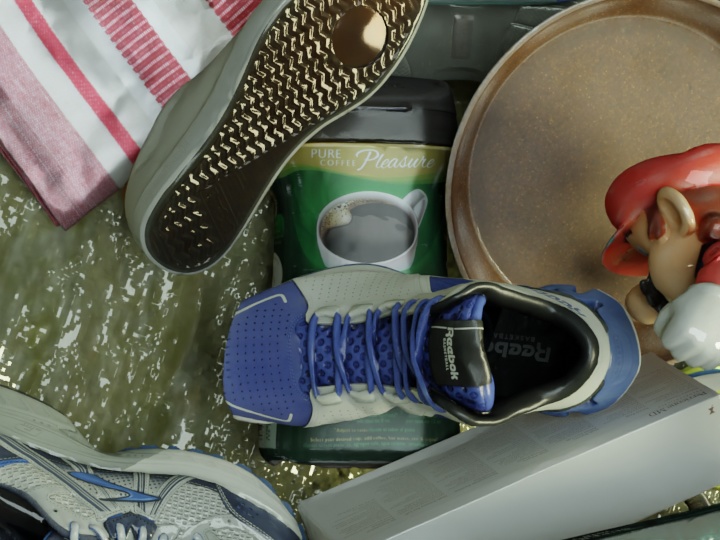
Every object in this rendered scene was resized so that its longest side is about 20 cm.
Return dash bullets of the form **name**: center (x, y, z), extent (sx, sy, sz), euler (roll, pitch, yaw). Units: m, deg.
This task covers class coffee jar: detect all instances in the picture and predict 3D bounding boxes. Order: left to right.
- **coffee jar**: center (0.000, 0.000, 1.392), extent (0.104, 0.085, 0.201), euler (1, 88, -6)

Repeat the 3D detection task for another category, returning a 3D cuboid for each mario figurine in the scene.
- **mario figurine**: center (0.175, 0.027, 1.301), extent (0.106, 0.200, 0.124), euler (-25, 138, -14)

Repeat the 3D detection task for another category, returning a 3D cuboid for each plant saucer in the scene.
- **plant saucer**: center (0.135, -0.048, 1.382), extent (0.200, 0.034, 0.201), euler (-4, 108, -12)

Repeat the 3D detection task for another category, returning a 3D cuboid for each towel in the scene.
- **towel**: center (-0.113, -0.135, 1.370), extent (0.200, 0.023, 0.144), euler (-37, 100, -1)

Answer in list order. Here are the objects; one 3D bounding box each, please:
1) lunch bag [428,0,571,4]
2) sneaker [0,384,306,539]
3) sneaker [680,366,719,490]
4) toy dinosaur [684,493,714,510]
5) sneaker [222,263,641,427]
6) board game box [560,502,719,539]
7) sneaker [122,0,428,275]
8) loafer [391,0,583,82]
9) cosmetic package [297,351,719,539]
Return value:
- **lunch bag**: center (0.051, -0.229, 1.390), extent (0.160, 0.077, 0.201), euler (0, 61, -18)
- **sneaker**: center (-0.125, 0.129, 1.327), extent (0.199, 0.077, 0.085), euler (17, 38, 0)
- **sneaker**: center (0.252, 0.080, 1.463), extent (0.199, 0.105, 0.076), euler (-4, 89, -19)
- **toy dinosaur**: center (0.235, 0.162, 1.464), extent (0.199, 0.102, 0.077), euler (7, 75, -8)
- **sneaker**: center (0.029, 0.033, 1.283), extent (0.199, 0.115, 0.081), euler (-1, 87, 10)
- **board game box**: center (0.162, 0.178, 1.257), extent (0.199, 0.028, 0.136), euler (-11, 92, -17)
- **sneaker**: center (-0.050, -0.095, 1.331), extent (0.200, 0.085, 0.073), euler (-48, 119, 2)
- **loafer**: center (0.035, -0.136, 1.430), extent (0.199, 0.063, 0.072), euler (11, 112, -3)
- **cosmetic package**: center (0.077, 0.108, 1.327), extent (0.199, 0.083, 0.051), euler (-22, 108, -12)
